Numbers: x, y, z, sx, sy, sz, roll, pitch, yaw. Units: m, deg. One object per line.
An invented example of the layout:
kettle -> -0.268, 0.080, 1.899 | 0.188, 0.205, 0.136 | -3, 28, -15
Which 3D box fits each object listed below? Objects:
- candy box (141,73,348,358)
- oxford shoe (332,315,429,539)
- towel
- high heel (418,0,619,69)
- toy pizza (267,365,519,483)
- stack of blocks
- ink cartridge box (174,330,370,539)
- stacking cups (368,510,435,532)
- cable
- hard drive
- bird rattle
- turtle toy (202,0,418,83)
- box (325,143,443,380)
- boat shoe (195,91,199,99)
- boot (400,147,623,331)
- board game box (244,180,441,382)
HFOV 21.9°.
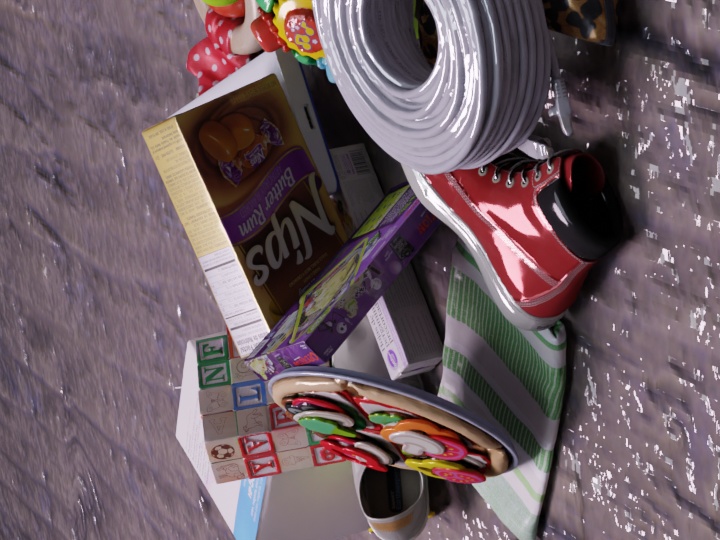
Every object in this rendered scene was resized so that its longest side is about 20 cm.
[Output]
candy box -> -0.082, -0.045, 1.507 | 0.056, 0.116, 0.201 | -17, 99, 49
oxford shoe -> 0.018, 0.125, 1.546 | 0.058, 0.074, 0.202 | 48, -148, -72
towel -> 0.104, 0.090, 1.443 | 0.153, 0.023, 0.201 | 48, 141, 44
high heel -> 0.104, -0.156, 1.282 | 0.143, 0.071, 0.201 | 64, 145, 29
toy pizza -> 0.022, 0.125, 1.408 | 0.200, 0.199, 0.032 | -23, 46, 63
stack of blocks -> -0.083, 0.080, 1.622 | 0.059, 0.114, 0.201 | 79, -179, -47
ink cartridge box -> -0.080, 0.142, 1.710 | 0.200, 0.128, 0.126 | 53, 144, 39
stacking cups -> 0.009, 0.122, 1.609 | 0.060, 0.060, 0.202 | -40, 62, 60
cable -> 0.044, -0.163, 1.256 | 0.199, 0.069, 0.202 | 5, 113, 54
hard drive -> -0.101, -0.100, 1.624 | 0.199, 0.025, 0.133 | -25, 81, 51
bird rattle -> -0.124, -0.244, 1.644 | 0.163, 0.112, 0.202 | -10, 93, 66
turtle toy -> -0.045, -0.220, 1.442 | 0.199, 0.101, 0.146 | 25, 138, 5
box -> 0.014, -0.009, 1.557 | 0.039, 0.041, 0.201 | -48, 59, 57
boat shoe -> -0.117, -0.137, 1.727 | 0.200, 0.071, 0.063 | 11, 106, 62
boot -> 0.106, -0.074, 1.314 | 0.201, 0.072, 0.145 | 56, 147, 18
board game box -> 0.000, 0.000, 1.433 | 0.032, 0.200, 0.120 | 44, 156, -8
